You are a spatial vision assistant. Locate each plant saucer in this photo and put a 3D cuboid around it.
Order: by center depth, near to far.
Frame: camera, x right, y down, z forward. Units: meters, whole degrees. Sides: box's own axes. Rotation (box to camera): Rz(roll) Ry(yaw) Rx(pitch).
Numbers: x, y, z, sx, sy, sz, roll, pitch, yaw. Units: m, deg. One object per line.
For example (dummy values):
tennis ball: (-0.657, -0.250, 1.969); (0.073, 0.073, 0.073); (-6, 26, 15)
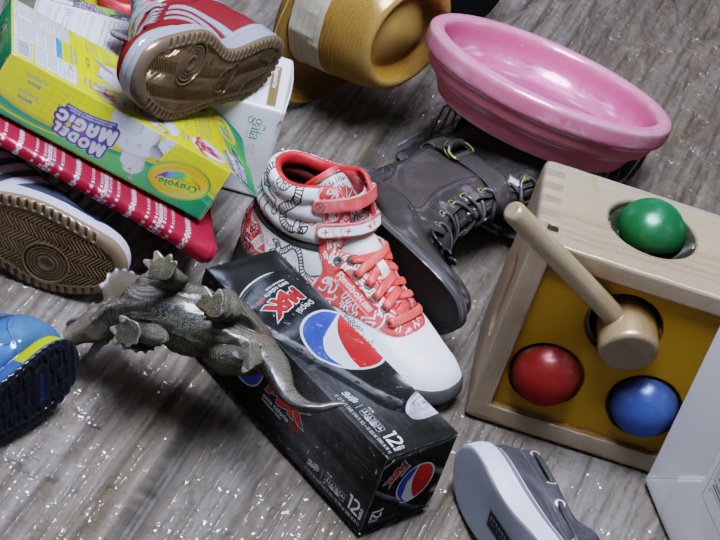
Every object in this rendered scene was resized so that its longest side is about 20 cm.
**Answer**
plant saucer: (0.137, -0.131, 1.685); (0.200, 0.051, 0.201); (22, 19, -8)

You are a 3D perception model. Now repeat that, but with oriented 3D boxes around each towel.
towel: (-0.188, -0.081, 1.540); (0.200, 0.022, 0.145); (29, 19, -19)

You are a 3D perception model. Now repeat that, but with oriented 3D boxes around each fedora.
fedora: (0.013, -0.197, 1.718); (0.082, 0.201, 0.201); (34, 38, 21)

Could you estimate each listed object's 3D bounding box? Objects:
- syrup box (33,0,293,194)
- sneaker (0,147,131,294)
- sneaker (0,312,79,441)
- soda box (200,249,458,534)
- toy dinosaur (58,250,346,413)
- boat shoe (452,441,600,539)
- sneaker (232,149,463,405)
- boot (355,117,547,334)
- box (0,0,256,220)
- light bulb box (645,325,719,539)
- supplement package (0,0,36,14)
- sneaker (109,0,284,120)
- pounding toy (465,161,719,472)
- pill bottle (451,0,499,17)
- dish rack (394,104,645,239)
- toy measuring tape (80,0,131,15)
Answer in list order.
syrup box: (-0.156, -0.132, 1.648); (0.200, 0.079, 0.081); (14, 35, -7)
sneaker: (-0.240, -0.057, 1.519); (0.200, 0.070, 0.109); (19, 37, 4)
sneaker: (-0.262, 0.079, 1.340); (0.078, 0.066, 0.200); (25, 34, 26)
soda box: (-0.029, 0.075, 1.440); (0.063, 0.071, 0.200); (-16, 48, -40)
toy dinosaur: (-0.097, 0.035, 1.393); (0.200, 0.077, 0.102); (12, -2, 7)
boat shoe: (0.122, 0.180, 1.382); (0.066, 0.070, 0.200); (-1, 33, -24)
sneaker: (-0.001, 0.000, 1.520); (0.201, 0.108, 0.067); (38, 40, 24)
boot: (0.076, -0.045, 1.617); (0.174, 0.069, 0.200); (-19, 44, -25)
box: (-0.166, -0.107, 1.538); (0.200, 0.048, 0.117); (27, 19, -19)
light bulb box: (0.323, 0.115, 1.442); (0.200, 0.198, 0.125); (4, 40, -19)
supplement package: (-0.273, -0.304, 1.759); (0.151, 0.152, 0.200); (39, 40, 24)
sneaker: (-0.142, -0.166, 1.544); (0.112, 0.071, 0.200); (36, 18, 15)
pounding toy: (0.162, 0.025, 1.484); (0.184, 0.200, 0.142); (18, 36, -2)
pill bottle: (0.039, -0.304, 1.941); (0.112, 0.112, 0.200); (-9, 44, -34)
dish rack: (0.129, -0.097, 1.758); (0.153, 0.055, 0.200); (34, 38, 20)
toy measuring tape: (-0.151, -0.178, 1.722); (0.200, 0.074, 0.074); (15, 36, -5)
